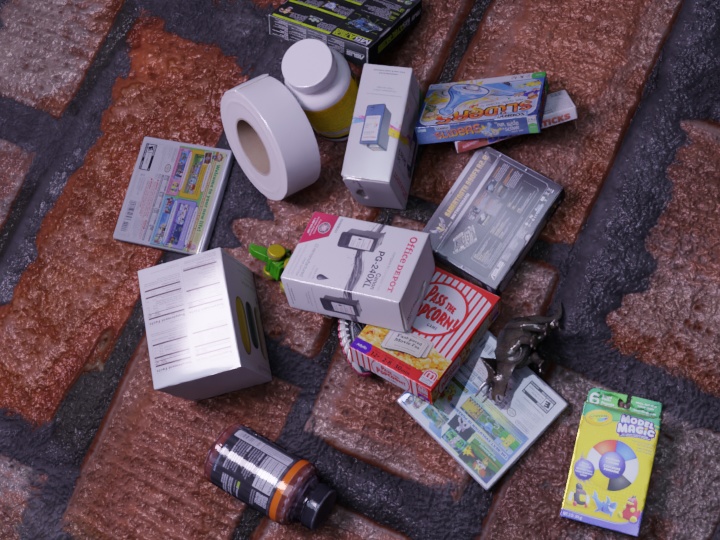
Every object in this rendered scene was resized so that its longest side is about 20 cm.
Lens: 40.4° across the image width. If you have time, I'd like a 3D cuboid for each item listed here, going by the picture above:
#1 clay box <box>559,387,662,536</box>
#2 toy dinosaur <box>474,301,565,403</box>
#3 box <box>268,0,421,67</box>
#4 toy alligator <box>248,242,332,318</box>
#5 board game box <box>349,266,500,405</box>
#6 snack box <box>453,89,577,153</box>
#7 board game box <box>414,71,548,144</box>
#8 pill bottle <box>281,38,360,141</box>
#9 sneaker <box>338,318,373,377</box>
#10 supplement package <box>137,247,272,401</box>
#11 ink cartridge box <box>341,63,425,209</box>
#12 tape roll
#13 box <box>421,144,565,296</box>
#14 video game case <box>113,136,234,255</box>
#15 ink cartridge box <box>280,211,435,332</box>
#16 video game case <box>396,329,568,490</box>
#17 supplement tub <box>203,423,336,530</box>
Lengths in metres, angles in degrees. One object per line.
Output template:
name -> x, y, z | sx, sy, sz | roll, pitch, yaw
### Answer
clay box -> 0.370, 0.277, 1.438 | 0.115, 0.048, 0.200 | 11, 79, 17
toy dinosaur -> 0.244, 0.104, 1.484 | 0.102, 0.077, 0.200 | -1, 47, 42
box -> -0.024, -0.439, 1.691 | 0.200, 0.048, 0.193 | 23, 51, 19
toy alligator -> -0.103, 0.008, 1.641 | 0.200, 0.059, 0.054 | 38, 47, 21
board game box -> 0.102, 0.091, 1.518 | 0.151, 0.046, 0.200 | 26, 60, 25
snack box -> 0.247, -0.244, 1.596 | 0.200, 0.024, 0.072 | -16, 34, 6
board game box -> 0.198, -0.264, 1.591 | 0.200, 0.034, 0.135 | -3, 40, 20
pill bottle -> -0.059, -0.301, 1.630 | 0.112, 0.200, 0.113 | -4, 75, 14
sneaker -> 0.004, 0.072, 1.577 | 0.075, 0.081, 0.200 | -8, 73, 11
supplement package -> -0.253, 0.093, 1.604 | 0.151, 0.152, 0.200 | -16, 72, 10
ink cartridge box -> 0.041, -0.216, 1.609 | 0.087, 0.145, 0.200 | 10, 77, 16
tape roll -> -0.152, -0.220, 1.630 | 0.071, 0.202, 0.202 | -30, 67, -22
box -> 0.209, -0.083, 1.578 | 0.158, 0.048, 0.200 | 32, 85, 22
video game case -> -0.335, -0.134, 1.757 | 0.182, 0.022, 0.200 | 11, 78, 18
ink cartridge box -> 0.000, 0.000, 1.524 | 0.200, 0.083, 0.145 | 11, 54, 20
video game case -> 0.188, 0.206, 1.522 | 0.182, 0.022, 0.200 | -46, 70, 0
supplement tub -> -0.139, 0.328, 1.534 | 0.200, 0.107, 0.107 | 26, 84, 19
